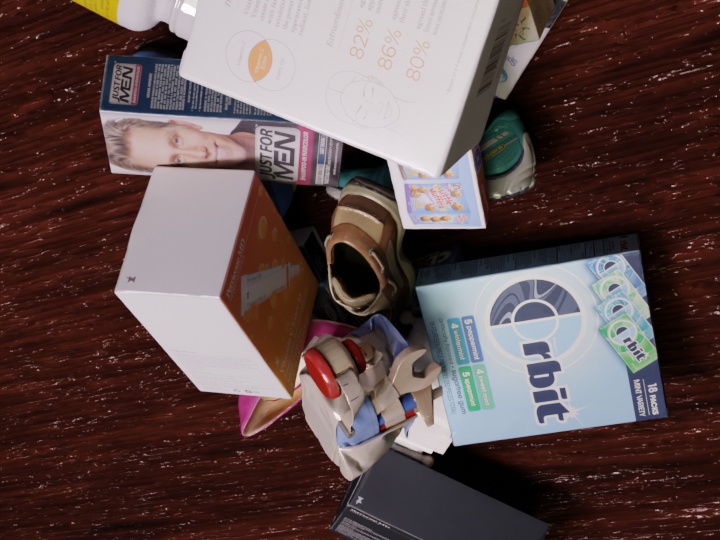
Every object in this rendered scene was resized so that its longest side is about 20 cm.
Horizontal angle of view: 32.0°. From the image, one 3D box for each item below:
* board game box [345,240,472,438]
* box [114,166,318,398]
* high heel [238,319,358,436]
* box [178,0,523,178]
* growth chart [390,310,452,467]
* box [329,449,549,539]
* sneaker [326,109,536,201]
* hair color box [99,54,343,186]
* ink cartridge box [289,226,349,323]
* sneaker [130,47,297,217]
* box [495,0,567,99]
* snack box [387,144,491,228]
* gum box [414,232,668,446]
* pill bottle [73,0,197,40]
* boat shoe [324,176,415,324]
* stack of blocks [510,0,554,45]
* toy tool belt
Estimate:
[{"bbox_3d":[0.084,0.075,1.228,0.135,0.035,0.200,-17,119,32],"label":"board game box"},{"bbox_3d":[-0.119,0.015,1.107,0.097,0.125,0.200,3,152,18],"label":"box"},{"bbox_3d":[-0.060,0.107,1.224,0.067,0.096,0.200,28,154,-30],"label":"high heel"},{"bbox_3d":[0.000,-0.177,0.856,0.200,0.106,0.153,24,116,12],"label":"box"},{"bbox_3d":[0.049,0.121,1.243,0.145,0.018,0.200,30,132,-3],"label":"growth chart"},{"bbox_3d":[0.079,0.271,1.329,0.200,0.079,0.141,25,159,0],"label":"box"},{"bbox_3d":[0.060,-0.094,1.093,0.200,0.077,0.080,-6,95,31],"label":"sneaker"},{"bbox_3d":[-0.113,-0.124,1.060,0.200,0.061,0.100,4,152,-3],"label":"hair color box"},{"bbox_3d":[-0.115,0.021,1.262,0.200,0.039,0.100,-12,123,29],"label":"ink cartridge box"},{"bbox_3d":[-0.141,-0.116,1.137,0.200,0.078,0.066,46,131,-15],"label":"sneaker"},{"bbox_3d":[0.101,-0.225,0.981,0.119,0.042,0.200,29,134,-3],"label":"box"},{"bbox_3d":[0.050,-0.118,0.967,0.072,0.024,0.200,0,128,20],"label":"snack box"},{"bbox_3d":[0.166,0.065,1.139,0.200,0.045,0.170,-10,113,13],"label":"gum box"},{"bbox_3d":[-0.200,-0.264,1.018,0.200,0.111,0.111,27,132,0],"label":"pill bottle"},{"bbox_3d":[0.000,0.000,1.101,0.076,0.074,0.200,19,152,18],"label":"boat shoe"},{"bbox_3d":[0.055,-0.257,0.908,0.115,0.059,0.200,-6,124,26],"label":"stack of blocks"},{"bbox_3d":[0.013,0.093,1.103,0.125,0.123,0.200,54,164,24],"label":"toy tool belt"}]
